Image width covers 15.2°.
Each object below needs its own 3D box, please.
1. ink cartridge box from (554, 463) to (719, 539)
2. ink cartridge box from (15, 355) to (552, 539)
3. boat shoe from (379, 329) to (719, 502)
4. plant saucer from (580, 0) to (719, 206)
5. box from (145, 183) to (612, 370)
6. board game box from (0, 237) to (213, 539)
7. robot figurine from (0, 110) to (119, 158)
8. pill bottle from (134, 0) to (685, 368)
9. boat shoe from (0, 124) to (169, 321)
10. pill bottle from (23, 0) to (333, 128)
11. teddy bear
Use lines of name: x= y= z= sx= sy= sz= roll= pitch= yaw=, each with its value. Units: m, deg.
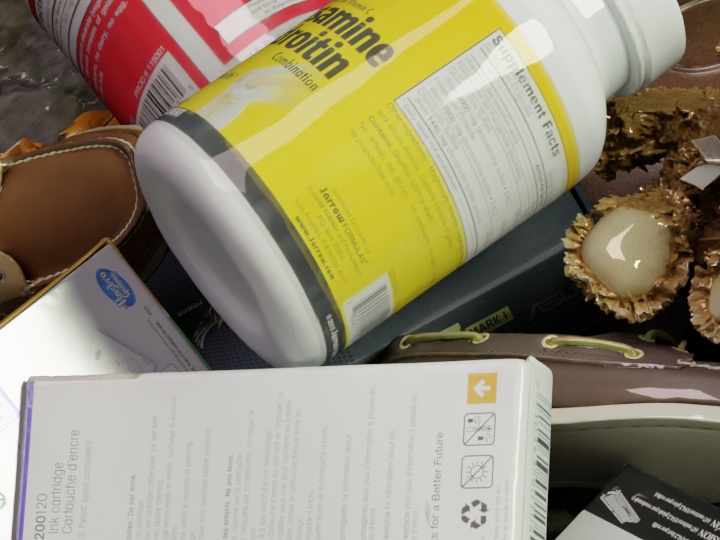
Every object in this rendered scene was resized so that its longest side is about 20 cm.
ink cartridge box: x=0.142 y=0.146 z=0.942 sx=0.094 sy=0.044 sz=0.200 roll=-44 pitch=44 yaw=-21
ink cartridge box: x=-0.032 y=0.132 z=0.974 sx=0.200 sy=0.043 sz=0.198 roll=-2 pitch=74 yaw=20
boat shoe: x=0.098 y=0.052 z=1.038 sx=0.200 sy=0.072 sz=0.060 roll=-3 pitch=56 yaw=20
plant saucer: x=0.161 y=-0.098 z=1.222 sx=0.200 sy=0.032 sz=0.200 roll=-14 pitch=40 yaw=12
box: x=0.000 y=0.000 z=1.159 sx=0.200 sy=0.051 sz=0.158 roll=-28 pitch=39 yaw=4
board game box: x=-0.128 y=0.106 z=1.025 sx=0.200 sy=0.153 sz=0.040 roll=-39 pitch=4 yaw=-27
robot figurine: x=-0.109 y=-0.054 z=1.246 sx=0.200 sy=0.058 sz=0.145 roll=-31 pitch=6 yaw=-18
pill bottle: x=0.022 y=-0.058 z=1.027 sx=0.200 sy=0.112 sz=0.112 roll=-35 pitch=41 yaw=-15
boat shoe: x=-0.161 y=-0.006 z=1.124 sx=0.200 sy=0.076 sz=0.074 roll=-23 pitch=-11 yaw=38
pill bottle: x=-0.075 y=-0.117 z=1.150 sx=0.112 sy=0.112 sz=0.200 roll=-33 pitch=63 yaw=-13
teddy bear: x=0.153 y=-0.026 z=1.075 sx=0.145 sy=0.067 sz=0.200 roll=3 pitch=33 yaw=7
